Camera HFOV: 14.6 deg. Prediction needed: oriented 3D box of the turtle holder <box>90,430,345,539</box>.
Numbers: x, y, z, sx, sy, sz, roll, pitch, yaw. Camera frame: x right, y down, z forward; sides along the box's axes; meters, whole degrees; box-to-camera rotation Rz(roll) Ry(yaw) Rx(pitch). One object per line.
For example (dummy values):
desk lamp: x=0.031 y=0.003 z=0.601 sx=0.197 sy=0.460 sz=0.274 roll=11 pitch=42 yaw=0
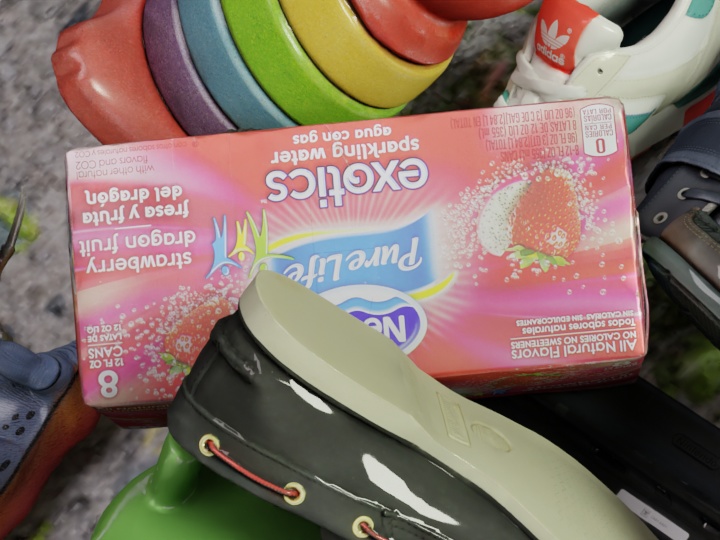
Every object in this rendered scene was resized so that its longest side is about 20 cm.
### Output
turtle holder: x=-0.049 y=0.141 z=0.973 sx=0.185 sy=0.132 sz=0.141 roll=-21 pitch=63 yaw=-42

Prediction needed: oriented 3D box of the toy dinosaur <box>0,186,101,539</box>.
toy dinosaur: x=-0.137 y=0.064 z=1.146 sx=0.181 sy=0.105 sz=0.201 roll=-17 pitch=90 yaw=-5

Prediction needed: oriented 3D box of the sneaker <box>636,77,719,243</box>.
sneaker: x=0.182 y=-0.045 z=1.029 sx=0.146 sy=0.077 sz=0.202 roll=-55 pitch=18 yaw=-20

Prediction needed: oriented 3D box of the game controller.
game controller: x=0.104 y=0.101 z=1.031 sx=0.200 sy=0.042 sz=0.104 roll=34 pitch=89 yaw=36

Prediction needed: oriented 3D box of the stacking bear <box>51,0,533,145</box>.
stacking bear: x=-0.006 y=-0.113 z=1.125 sx=0.200 sy=0.114 sz=0.122 roll=-24 pitch=32 yaw=34

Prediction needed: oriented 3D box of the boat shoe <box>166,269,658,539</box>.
boat shoe: x=0.029 y=0.079 z=0.938 sx=0.063 sy=0.201 sz=0.074 roll=-53 pitch=13 yaw=16

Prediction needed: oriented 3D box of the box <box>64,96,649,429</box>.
box: x=0.000 y=0.000 z=1.010 sx=0.199 sy=0.100 sz=0.096 roll=-5 pitch=82 yaw=3

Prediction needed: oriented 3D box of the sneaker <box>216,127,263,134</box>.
sneaker: x=-0.040 y=0.049 z=1.103 sx=0.070 sy=0.090 sz=0.201 roll=0 pitch=83 yaw=3

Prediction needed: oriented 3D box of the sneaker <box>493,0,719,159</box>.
sneaker: x=0.072 y=-0.064 z=1.112 sx=0.200 sy=0.093 sz=0.070 roll=-43 pitch=53 yaw=-10

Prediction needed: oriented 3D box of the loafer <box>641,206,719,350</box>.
loafer: x=0.188 y=0.042 z=0.986 sx=0.200 sy=0.072 sz=0.063 roll=44 pitch=88 yaw=13
